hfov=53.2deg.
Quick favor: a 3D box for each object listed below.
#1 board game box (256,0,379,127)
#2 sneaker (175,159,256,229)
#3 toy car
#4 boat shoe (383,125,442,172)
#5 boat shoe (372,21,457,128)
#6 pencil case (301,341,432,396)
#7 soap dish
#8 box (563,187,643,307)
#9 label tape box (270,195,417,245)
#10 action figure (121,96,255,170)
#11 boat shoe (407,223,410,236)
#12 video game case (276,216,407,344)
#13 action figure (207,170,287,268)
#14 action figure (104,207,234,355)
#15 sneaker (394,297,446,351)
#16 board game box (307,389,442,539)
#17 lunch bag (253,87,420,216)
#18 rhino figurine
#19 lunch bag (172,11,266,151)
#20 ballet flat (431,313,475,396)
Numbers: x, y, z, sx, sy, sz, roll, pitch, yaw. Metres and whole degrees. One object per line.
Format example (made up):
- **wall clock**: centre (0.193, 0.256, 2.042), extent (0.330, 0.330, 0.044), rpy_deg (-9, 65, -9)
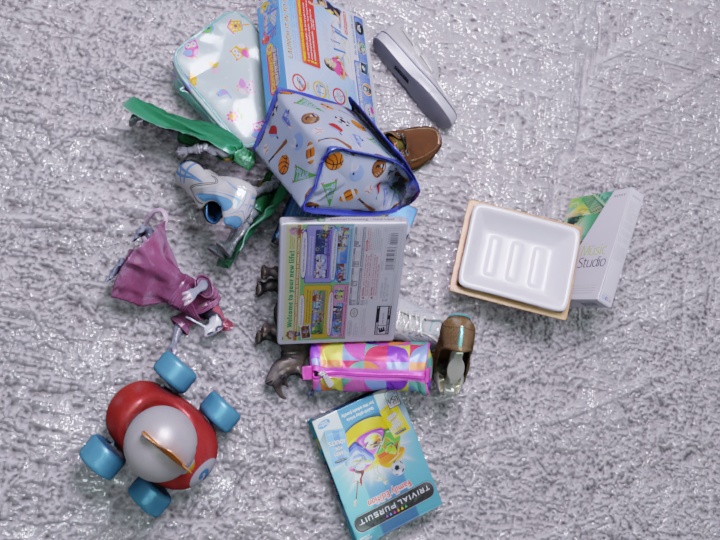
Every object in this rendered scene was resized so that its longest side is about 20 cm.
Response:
- **board game box**: centre (-0.065, -0.325, 1.128), extent (0.193, 0.055, 0.205), rpy_deg (7, 72, -45)
- **sneaker**: centre (-0.224, -0.112, 1.052), extent (0.071, 0.198, 0.074), rpy_deg (33, 83, -42)
- **toy car**: centre (-0.257, 0.238, 0.966), extent (0.177, 0.199, 0.185), rpy_deg (46, 76, -19)
- **boat shoe**: centre (0.056, -0.195, 1.190), extent (0.197, 0.068, 0.073), rpy_deg (-23, 87, -16)
- **boat shoe**: centre (0.106, -0.336, 1.226), extent (0.065, 0.072, 0.201), rpy_deg (-40, 85, -11)
- **pencil case**: centre (0.013, 0.148, 1.097), extent (0.195, 0.088, 0.091), rpy_deg (-1, 82, 4)
- **soap dish**: centre (0.255, -0.016, 1.191), extent (0.195, 0.081, 0.161), rpy_deg (14, 78, 2)
- **box**: centre (0.386, -0.035, 1.212), extent (0.036, 0.144, 0.204), rpy_deg (28, 75, -23)
- **label tape box**: centre (-0.026, -0.072, 1.154), extent (0.197, 0.063, 0.147), rpy_deg (25, 77, -11)
- **action figure**: centre (-0.244, -0.198, 1.071), extent (0.196, 0.118, 0.056), rpy_deg (24, 108, 9)
- **boat shoe**: centre (0.000, 0.001, 1.081), extent (0.198, 0.074, 0.069), rpy_deg (-36, 105, -4)
- **video game case**: centre (-0.030, 0.017, 1.033), extent (0.177, 0.022, 0.204), rpy_deg (-1, 121, -11)
- **action figure**: centre (-0.158, -0.103, 1.106), extent (0.055, 0.117, 0.202), rpy_deg (40, 64, -20)
- **action figure**: centre (-0.273, 0.032, 1.077), extent (0.198, 0.134, 0.150), rpy_deg (35, 32, -20)
- **sneaker**: centre (0.091, 0.085, 1.154), extent (0.196, 0.080, 0.072), rpy_deg (18, 80, -10)
- **board game box**: centre (0.023, 0.299, 1.121), extent (0.148, 0.047, 0.204), rpy_deg (-21, 87, -16)
- **lunch bag**: centre (-0.023, -0.166, 1.028), extent (0.197, 0.125, 0.171), rpy_deg (5, 37, -41)
- **rhino figurine**: centre (-0.115, 0.096, 1.109), extent (0.086, 0.060, 0.205), rpy_deg (2, 84, -23)
- **lunch bag**: centre (-0.197, -0.291, 1.136), extent (0.160, 0.077, 0.201), rpy_deg (-42, 94, -15)
- **ballet flat**: centre (0.140, 0.145, 1.095), extent (0.066, 0.202, 0.074), rpy_deg (6, 56, 1)
